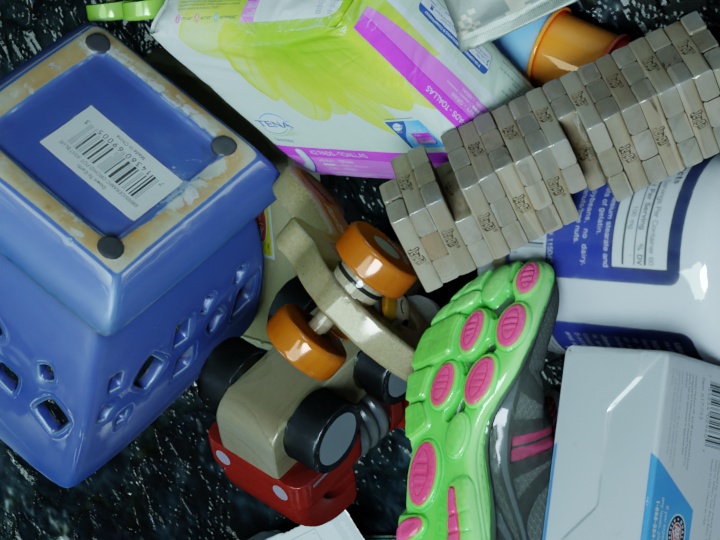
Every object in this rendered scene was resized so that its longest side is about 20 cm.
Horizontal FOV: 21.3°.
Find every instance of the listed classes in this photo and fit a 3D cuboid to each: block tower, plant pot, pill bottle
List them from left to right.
[{"bbox_3d":[-0.174,-0.023,1.198,0.200,0.200,0.180,39,140,11],"label":"plant pot"},{"bbox_3d":[0.110,-0.064,1.003,0.199,0.054,0.058,-25,128,6],"label":"block tower"},{"bbox_3d":[0.175,-0.008,1.042,0.199,0.120,0.120,5,117,36],"label":"pill bottle"}]

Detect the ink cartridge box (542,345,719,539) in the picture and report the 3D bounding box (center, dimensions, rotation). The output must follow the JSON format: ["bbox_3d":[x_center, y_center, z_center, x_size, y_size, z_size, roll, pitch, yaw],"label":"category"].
[{"bbox_3d":[0.188,0.115,1.035,0.068,0.200,0.117,1,78,44],"label":"ink cartridge box"}]

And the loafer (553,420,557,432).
[{"bbox_3d":[0.169,0.138,1.131,0.073,0.072,0.200,-1,134,50],"label":"loafer"}]

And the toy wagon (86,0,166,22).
[{"bbox_3d":[-0.138,-0.230,1.154,0.200,0.039,0.156,14,114,63],"label":"toy wagon"}]

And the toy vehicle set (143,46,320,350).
[{"bbox_3d":[-0.083,-0.044,1.286,0.124,0.026,0.201,15,123,31],"label":"toy vehicle set"}]

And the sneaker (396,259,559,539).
[{"bbox_3d":[0.070,0.092,1.012,0.077,0.084,0.201,4,77,44],"label":"sneaker"}]

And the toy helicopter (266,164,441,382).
[{"bbox_3d":[0.000,0.000,1.109,0.079,0.132,0.200,-50,35,14],"label":"toy helicopter"}]

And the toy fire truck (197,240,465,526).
[{"bbox_3d":[-0.019,0.093,1.227,0.128,0.176,0.201,27,144,29],"label":"toy fire truck"}]

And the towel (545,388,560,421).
[{"bbox_3d":[0.125,0.154,1.122,0.023,0.200,0.144,-39,87,26],"label":"towel"}]

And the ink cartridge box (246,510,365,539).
[{"bbox_3d":[-0.022,0.256,1.375,0.200,0.057,0.163,-33,92,38],"label":"ink cartridge box"}]

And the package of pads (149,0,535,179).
[{"bbox_3d":[-0.013,-0.117,1.086,0.154,0.068,0.200,40,160,-32],"label":"package of pads"}]

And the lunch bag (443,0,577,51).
[{"bbox_3d":[0.115,-0.229,0.962,0.199,0.118,0.165,-21,100,19],"label":"lunch bag"}]

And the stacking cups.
[{"bbox_3d":[0.091,-0.132,1.088,0.199,0.060,0.061,26,128,18],"label":"stacking cups"}]

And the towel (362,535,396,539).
[{"bbox_3d":[0.036,0.253,1.365,0.199,0.022,0.147,-6,110,40],"label":"towel"}]
